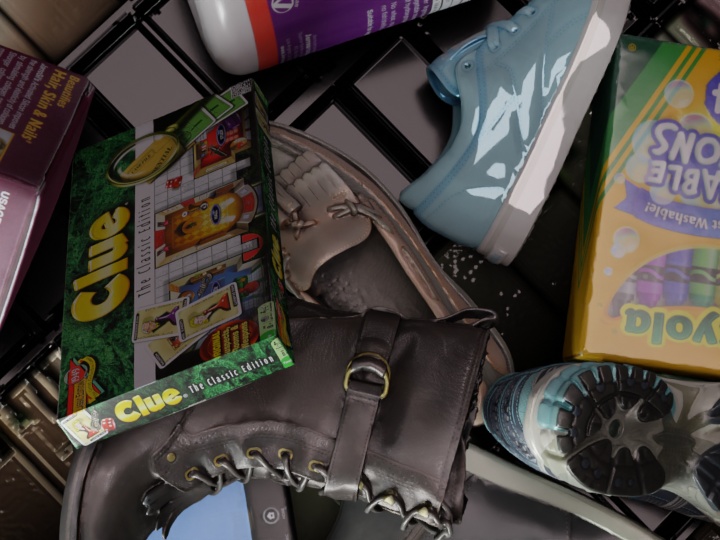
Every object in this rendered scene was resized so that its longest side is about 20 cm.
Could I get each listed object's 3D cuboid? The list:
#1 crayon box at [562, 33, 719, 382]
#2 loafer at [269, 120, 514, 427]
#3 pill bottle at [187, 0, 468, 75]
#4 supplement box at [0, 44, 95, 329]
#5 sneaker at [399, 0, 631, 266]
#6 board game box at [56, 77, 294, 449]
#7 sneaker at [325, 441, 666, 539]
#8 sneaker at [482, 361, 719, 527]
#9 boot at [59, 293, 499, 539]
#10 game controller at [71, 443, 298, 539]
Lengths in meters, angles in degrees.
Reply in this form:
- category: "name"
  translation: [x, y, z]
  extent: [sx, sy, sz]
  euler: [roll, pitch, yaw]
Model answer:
- category: "crayon box"
  translation: [0.178, -0.012, 0.892]
  extent: [0.126, 0.052, 0.200]
  euler: [8, 84, -3]
- category: "loafer"
  translation: [0.000, 0.000, 0.866]
  extent: [0.200, 0.063, 0.072]
  euler: [44, 101, 1]
- category: "pill bottle"
  translation: [0.005, -0.178, 0.867]
  extent: [0.200, 0.112, 0.113]
  euler: [-20, 86, -6]
- category: "supplement box"
  translation: [-0.242, -0.058, 0.805]
  extent: [0.200, 0.131, 0.103]
  euler: [20, 117, -7]
- category: "sneaker"
  translation: [0.080, -0.108, 0.884]
  extent: [0.082, 0.074, 0.200]
  euler: [23, 82, -4]
- category: "board game box"
  translation: [-0.087, -0.010, 0.798]
  extent: [0.105, 0.200, 0.023]
  euler: [-24, 127, 11]
- category: "sneaker"
  translation: [0.077, 0.155, 0.863]
  extent: [0.200, 0.075, 0.106]
  euler: [25, 87, 8]
- category: "sneaker"
  translation: [0.147, 0.081, 0.857]
  extent: [0.200, 0.086, 0.078]
  euler: [21, 82, -34]
- category: "boot"
  translation: [-0.036, 0.089, 0.806]
  extent: [0.174, 0.069, 0.200]
  euler: [19, 81, 7]
- category: "game controller"
  translation: [-0.084, 0.128, 0.857]
  extent: [0.104, 0.042, 0.200]
  euler: [-11, 85, 14]
